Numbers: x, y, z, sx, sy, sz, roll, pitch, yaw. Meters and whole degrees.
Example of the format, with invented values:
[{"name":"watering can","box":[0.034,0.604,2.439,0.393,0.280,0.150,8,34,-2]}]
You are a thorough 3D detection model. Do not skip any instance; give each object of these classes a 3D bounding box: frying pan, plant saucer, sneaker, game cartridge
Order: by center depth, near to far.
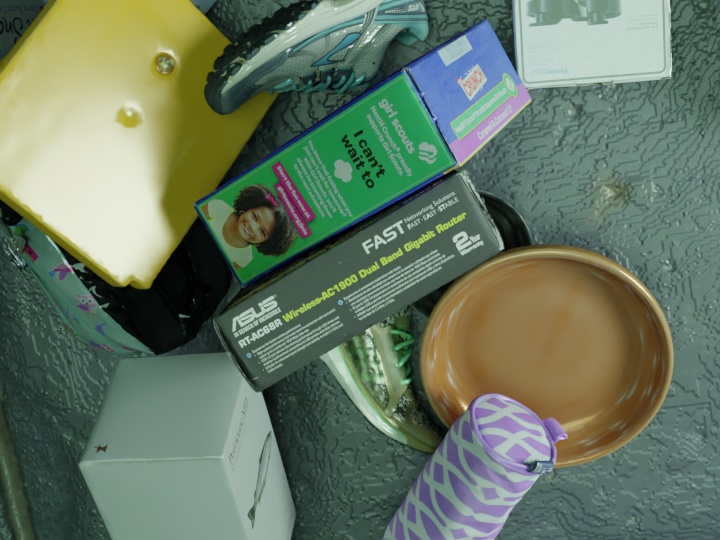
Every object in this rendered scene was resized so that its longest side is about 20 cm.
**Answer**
[{"name":"game cartridge","box":[-0.173,-0.110,0.787,0.176,0.032,0.201,43,69,-29]},{"name":"sneaker","box":[-0.024,-0.162,0.816,0.199,0.077,0.087,-37,112,-19]},{"name":"plant saucer","box":[0.147,0.067,0.874,0.198,0.038,0.202,3,116,6]},{"name":"frying pan","box":[0.118,-0.001,0.886,0.188,0.031,0.116,16,108,-5]},{"name":"sneaker","box":[0.019,0.064,0.900,0.088,0.077,0.200,-39,96,7]}]

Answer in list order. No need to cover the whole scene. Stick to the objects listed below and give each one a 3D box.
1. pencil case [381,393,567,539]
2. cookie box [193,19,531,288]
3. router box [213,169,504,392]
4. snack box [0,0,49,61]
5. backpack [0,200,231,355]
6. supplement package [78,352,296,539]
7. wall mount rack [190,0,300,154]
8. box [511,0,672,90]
[{"name":"pencil case","box":[0.085,0.186,0.884,0.201,0.085,0.084,-60,45,34]},{"name":"cookie box","box":[0.005,-0.086,0.789,0.199,0.171,0.076,-29,97,33]},{"name":"router box","box":[0.000,0.000,0.791,0.199,0.150,0.062,-31,95,5]},{"name":"snack box","box":[-0.300,-0.207,0.842,0.067,0.169,0.202,-11,101,15]},{"name":"backpack","box":[-0.195,-0.029,0.866,0.126,0.167,0.201,-1,124,52]},{"name":"supplement package","box":[-0.132,0.179,0.889,0.116,0.117,0.201,-3,128,11]},{"name":"wall mount rack","box":[-0.122,-0.198,0.866,0.173,0.075,0.200,35,109,-31]},{"name":"box","box":[0.168,-0.239,0.809,0.115,0.060,0.202,-4,101,11]}]
